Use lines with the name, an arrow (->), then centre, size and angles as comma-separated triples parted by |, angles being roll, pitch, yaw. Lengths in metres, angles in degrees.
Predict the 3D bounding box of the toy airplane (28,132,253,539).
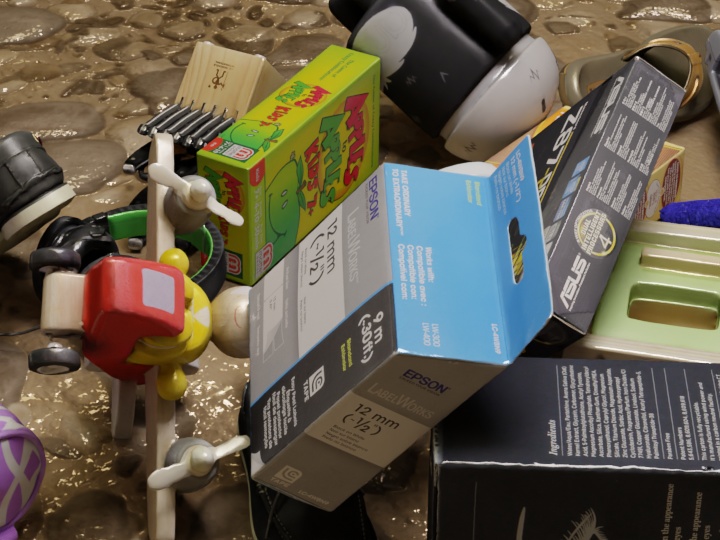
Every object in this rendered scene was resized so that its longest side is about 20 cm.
toy airplane -> -0.120, 0.041, 1.181 | 0.139, 0.202, 0.200 | -4, 29, 4

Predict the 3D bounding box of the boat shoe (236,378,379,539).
boat shoe -> -0.035, 0.129, 1.169 | 0.074, 0.063, 0.201 | -6, 35, -14

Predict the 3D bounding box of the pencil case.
pencil case -> -0.280, 0.098, 1.187 | 0.084, 0.086, 0.199 | -30, 45, -33

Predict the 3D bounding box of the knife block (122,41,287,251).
knife block -> -0.115, -0.080, 1.497 | 0.063, 0.177, 0.200 | 16, -9, 21

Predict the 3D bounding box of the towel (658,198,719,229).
towel -> 0.324, -0.028, 1.304 | 0.147, 0.050, 0.199 | 20, -15, -39

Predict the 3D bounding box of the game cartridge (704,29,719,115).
game cartridge -> 0.356, -0.117, 1.532 | 0.132, 0.042, 0.201 | 12, 37, -12

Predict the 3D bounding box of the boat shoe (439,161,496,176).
boat shoe -> 0.032, 0.007, 1.321 | 0.199, 0.071, 0.091 | -31, 46, -4

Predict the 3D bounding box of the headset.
headset -> -0.189, 0.000, 1.328 | 0.199, 0.095, 0.123 | -28, 42, -27

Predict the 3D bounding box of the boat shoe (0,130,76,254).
boat shoe -> -0.254, -0.049, 1.338 | 0.073, 0.063, 0.201 | -35, 2, -23

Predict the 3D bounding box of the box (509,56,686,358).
box -> 0.127, -0.024, 1.243 | 0.049, 0.161, 0.201 | 33, 62, -12

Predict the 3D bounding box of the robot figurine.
robot figurine -> 0.070, -0.182, 1.531 | 0.200, 0.125, 0.150 | 43, 16, 3

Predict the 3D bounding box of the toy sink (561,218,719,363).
toy sink -> 0.207, 0.039, 1.263 | 0.129, 0.113, 0.201 | 8, 34, 10

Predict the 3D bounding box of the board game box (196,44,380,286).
board game box -> -0.052, -0.084, 1.452 | 0.047, 0.103, 0.200 | 17, 37, 24

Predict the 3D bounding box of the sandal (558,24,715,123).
sandal -> 0.248, -0.164, 1.582 | 0.199, 0.081, 0.054 | -16, -8, -38

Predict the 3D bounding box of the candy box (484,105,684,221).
candy box -> 0.149, -0.051, 1.449 | 0.115, 0.056, 0.199 | 24, 40, 32

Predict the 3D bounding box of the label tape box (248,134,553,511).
label tape box -> 0.017, 0.020, 1.056 | 0.066, 0.200, 0.144 | 25, 40, -27

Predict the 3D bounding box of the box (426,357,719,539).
box -> 0.137, 0.138, 1.080 | 0.197, 0.149, 0.105 | 3, 33, 2
